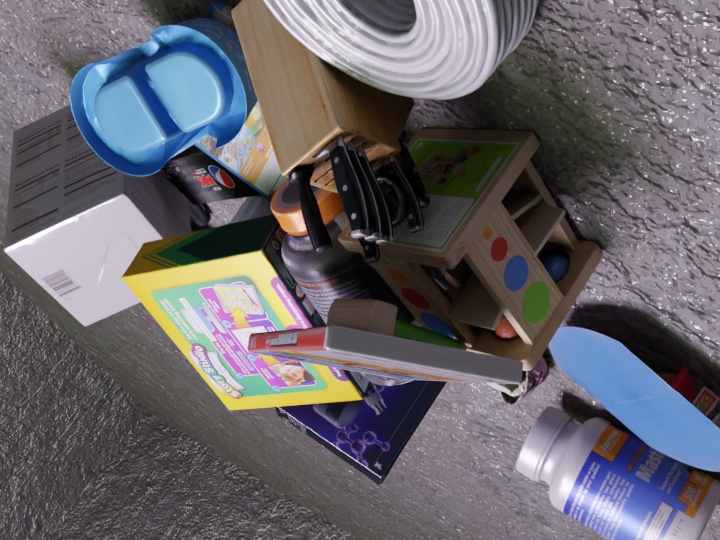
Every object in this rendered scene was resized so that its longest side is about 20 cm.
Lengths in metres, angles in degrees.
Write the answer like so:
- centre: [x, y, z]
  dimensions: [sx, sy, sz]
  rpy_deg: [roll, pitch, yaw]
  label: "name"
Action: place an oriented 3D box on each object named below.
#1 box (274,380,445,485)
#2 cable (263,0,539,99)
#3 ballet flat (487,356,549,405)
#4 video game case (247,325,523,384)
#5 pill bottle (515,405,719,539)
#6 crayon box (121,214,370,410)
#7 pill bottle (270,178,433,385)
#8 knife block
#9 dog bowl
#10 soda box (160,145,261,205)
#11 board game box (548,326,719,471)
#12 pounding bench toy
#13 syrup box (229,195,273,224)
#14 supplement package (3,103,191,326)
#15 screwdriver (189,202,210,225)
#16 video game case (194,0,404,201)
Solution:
- centre: [0.020, 0.108, 1.056]
  dimensions: [0.141, 0.200, 0.079]
  rpy_deg: [33, 165, 7]
  label: "box"
- centre: [0.014, -0.193, 0.596]
  dimensions: [0.200, 0.069, 0.200]
  rpy_deg: [37, 160, 0]
  label: "cable"
- centre: [0.143, 0.077, 0.979]
  dimensions: [0.069, 0.071, 0.200]
  rpy_deg: [14, 151, 33]
  label: "ballet flat"
- centre: [0.009, 0.063, 0.714]
  dimensions: [0.142, 0.018, 0.200]
  rpy_deg: [12, 171, -20]
  label: "video game case"
- centre: [0.274, 0.229, 1.043]
  dimensions: [0.199, 0.112, 0.112]
  rpy_deg: [28, 158, 22]
  label: "pill bottle"
- centre: [-0.104, 0.048, 0.940]
  dimensions: [0.172, 0.058, 0.200]
  rpy_deg: [-8, 129, 32]
  label: "crayon box"
- centre: [0.000, 0.000, 0.853]
  dimensions: [0.106, 0.106, 0.200]
  rpy_deg: [12, 143, 49]
  label: "pill bottle"
- centre: [-0.030, -0.105, 0.692]
  dimensions: [0.064, 0.176, 0.200]
  rpy_deg: [-34, 107, 31]
  label: "knife block"
- centre: [-0.170, -0.156, 0.859]
  dimensions: [0.199, 0.050, 0.112]
  rpy_deg: [-15, 114, 35]
  label: "dog bowl"
- centre: [-0.144, -0.119, 1.028]
  dimensions: [0.071, 0.063, 0.200]
  rpy_deg: [46, 158, -24]
  label: "soda box"
- centre: [0.267, 0.106, 0.897]
  dimensions: [0.200, 0.039, 0.158]
  rpy_deg: [41, 165, 2]
  label: "board game box"
- centre: [0.074, 0.014, 0.766]
  dimensions: [0.124, 0.200, 0.156]
  rpy_deg: [11, 147, 49]
  label: "pounding bench toy"
- centre: [-0.102, -0.029, 1.045]
  dimensions: [0.079, 0.082, 0.200]
  rpy_deg: [33, 178, -12]
  label: "syrup box"
- centre: [-0.296, -0.077, 1.110]
  dimensions: [0.152, 0.150, 0.201]
  rpy_deg: [58, -167, -47]
  label: "supplement package"
- centre: [-0.245, -0.128, 1.239]
  dimensions: [0.028, 0.029, 0.200]
  rpy_deg: [21, 151, 37]
  label: "screwdriver"
- centre: [-0.075, -0.129, 0.872]
  dimensions: [0.200, 0.018, 0.143]
  rpy_deg: [36, 133, 0]
  label: "video game case"
